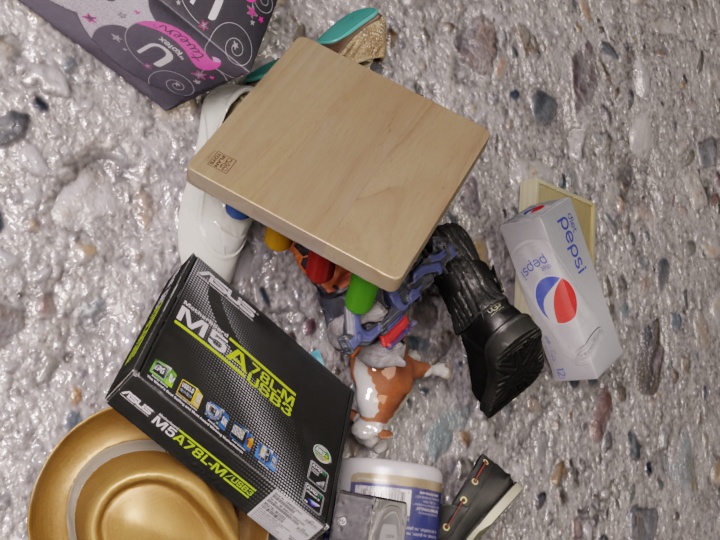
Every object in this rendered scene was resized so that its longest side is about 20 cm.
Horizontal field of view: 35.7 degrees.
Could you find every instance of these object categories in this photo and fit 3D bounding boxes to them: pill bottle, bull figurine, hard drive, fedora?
[{"bbox_3d":[0.016,0.284,1.049,0.110,0.110,0.204,18,71,-40],"label":"pill bottle"},{"bbox_3d":[0.025,0.078,1.124,0.120,0.065,0.204,-14,94,-47],"label":"bull figurine"},{"bbox_3d":[-0.004,0.287,0.919,0.140,0.037,0.203,45,54,-71],"label":"hard drive"},{"bbox_3d":[-0.158,0.200,0.876,0.197,0.082,0.205,0,90,-20],"label":"fedora"}]

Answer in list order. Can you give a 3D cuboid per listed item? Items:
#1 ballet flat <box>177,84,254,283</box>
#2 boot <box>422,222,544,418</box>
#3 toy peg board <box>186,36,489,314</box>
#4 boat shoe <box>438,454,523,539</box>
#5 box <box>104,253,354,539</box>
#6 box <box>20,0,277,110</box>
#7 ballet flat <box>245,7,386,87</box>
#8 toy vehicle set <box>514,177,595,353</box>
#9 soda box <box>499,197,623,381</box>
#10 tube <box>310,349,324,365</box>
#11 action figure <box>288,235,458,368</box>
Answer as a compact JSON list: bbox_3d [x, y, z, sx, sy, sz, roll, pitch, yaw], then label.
[{"bbox_3d":[-0.121,-0.077,1.009,0.069,0.069,0.204,18,71,-40],"label":"ballet flat"},{"bbox_3d":[0.125,0.054,1.209,0.079,0.212,0.158,-31,62,-16],"label":"boot"},{"bbox_3d":[-0.021,-0.073,0.976,0.197,0.098,0.201,27,51,9],"label":"toy peg board"},{"bbox_3d":[0.086,0.275,1.155,0.063,0.074,0.201,41,60,12],"label":"boat shoe"},{"bbox_3d":[-0.097,0.104,0.925,0.200,0.047,0.194,42,26,-14],"label":"box"},{"bbox_3d":[-0.183,-0.246,0.931,0.199,0.131,0.116,35,59,-34],"label":"box"},{"bbox_3d":[-0.035,-0.199,1.114,0.199,0.070,0.066,-37,123,-37],"label":"ballet flat"},{"bbox_3d":[0.239,0.000,1.366,0.123,0.026,0.204,17,71,-41],"label":"toy vehicle set"},{"bbox_3d":[0.234,0.024,1.295,0.068,0.063,0.203,-29,103,-41],"label":"soda box"},{"bbox_3d":[-0.092,0.141,1.018,0.199,0.050,0.079,-24,102,-47],"label":"tube"},{"bbox_3d":[0.000,0.000,1.058,0.199,0.104,0.196,-27,95,-49],"label":"action figure"}]
